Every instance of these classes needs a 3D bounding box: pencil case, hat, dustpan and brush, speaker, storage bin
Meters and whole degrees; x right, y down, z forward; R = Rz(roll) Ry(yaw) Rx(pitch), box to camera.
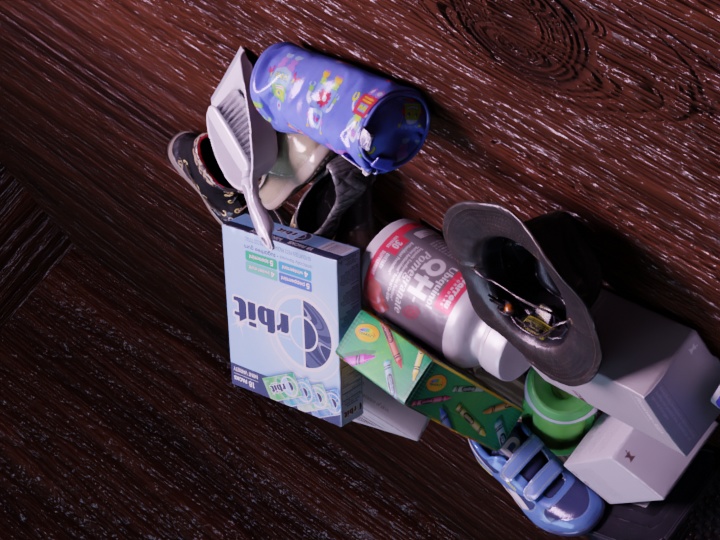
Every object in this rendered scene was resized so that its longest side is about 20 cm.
[{"bbox_3d":[-0.022,-0.148,1.468,0.078,0.087,0.200,21,-174,-43],"label":"pencil case"},{"bbox_3d":[0.165,0.002,1.418,0.201,0.081,0.201,43,158,22],"label":"hat"},{"bbox_3d":[-0.121,-0.117,1.699,0.201,0.057,0.140,62,153,9],"label":"dustpan and brush"},{"bbox_3d":[0.226,0.151,1.800,0.088,0.089,0.200,37,168,15],"label":"speaker"},{"bbox_3d":[0.340,0.267,1.738,0.094,0.135,0.200,42,168,-13],"label":"storage bin"}]

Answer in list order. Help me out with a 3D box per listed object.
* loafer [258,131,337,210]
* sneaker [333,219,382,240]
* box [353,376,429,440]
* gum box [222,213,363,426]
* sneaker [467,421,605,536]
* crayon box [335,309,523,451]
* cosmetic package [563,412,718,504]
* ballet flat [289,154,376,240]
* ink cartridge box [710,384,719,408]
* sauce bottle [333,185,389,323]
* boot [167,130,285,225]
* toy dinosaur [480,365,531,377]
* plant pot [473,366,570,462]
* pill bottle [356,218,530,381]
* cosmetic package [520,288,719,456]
[{"bbox_3d":[-0.076,-0.126,1.767,0.068,0.076,0.200,51,155,-2],"label":"loafer"},{"bbox_3d":[0.000,-0.015,1.932,0.090,0.067,0.200,19,159,48],"label":"sneaker"},{"bbox_3d":[-0.014,0.097,1.961,0.199,0.131,0.199,33,168,-23],"label":"box"},{"bbox_3d":[-0.074,0.054,1.770,0.169,0.044,0.201,17,119,36],"label":"gum box"},{"bbox_3d":[0.189,0.225,1.797,0.200,0.074,0.082,36,164,38],"label":"sneaker"},{"bbox_3d":[0.077,0.121,1.734,0.119,0.058,0.200,34,-178,40],"label":"crayon box"},{"bbox_3d":[0.291,0.184,1.676,0.071,0.102,0.200,39,169,1],"label":"cosmetic package"},{"bbox_3d":[-0.043,-0.078,1.723,0.200,0.056,0.067,-49,54,56],"label":"ballet flat"},{"bbox_3d":[0.390,0.131,1.304,0.198,0.043,0.200,37,170,13],"label":"ink cartridge box"},{"bbox_3d":[0.000,0.000,1.793,0.065,0.064,0.201,25,123,51],"label":"sauce bottle"},{"bbox_3d":[-0.164,-0.110,2.108,0.200,0.073,0.150,48,167,-12],"label":"boot"},{"bbox_3d":[0.159,0.074,1.817,0.200,0.047,0.089,27,142,58],"label":"toy dinosaur"},{"bbox_3d":[0.205,0.194,2.011,0.201,0.093,0.201,39,168,10],"label":"plant pot"},{"bbox_3d":[0.099,0.035,1.701,0.199,0.111,0.111,32,166,33],"label":"pill bottle"},{"bbox_3d":[0.239,0.081,1.492,0.200,0.090,0.107,31,166,52],"label":"cosmetic package"}]
